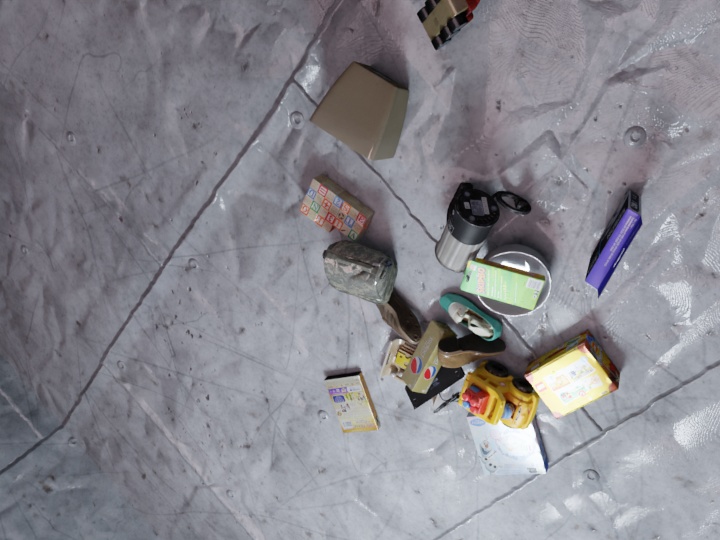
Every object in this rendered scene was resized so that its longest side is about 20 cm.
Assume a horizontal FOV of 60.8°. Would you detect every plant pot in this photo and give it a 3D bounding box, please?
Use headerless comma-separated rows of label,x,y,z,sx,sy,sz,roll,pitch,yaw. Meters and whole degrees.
plant pot,0.018,-0.415,1.572,0.197,0.199,0.180,33,110,11

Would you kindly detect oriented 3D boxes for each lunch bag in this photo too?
lunch bag,0.000,0.000,1.740,0.195,0.168,0.143,18,83,21

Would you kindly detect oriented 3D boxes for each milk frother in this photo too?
milk frother,0.310,-0.109,1.564,0.194,0.184,0.190,18,144,0

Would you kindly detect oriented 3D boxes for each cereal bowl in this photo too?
cereal bowl,0.395,0.014,1.595,0.193,0.084,0.205,7,126,10

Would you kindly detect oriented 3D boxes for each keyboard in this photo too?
keyboard,0.228,0.349,1.804,0.199,0.020,0.129,-39,65,26

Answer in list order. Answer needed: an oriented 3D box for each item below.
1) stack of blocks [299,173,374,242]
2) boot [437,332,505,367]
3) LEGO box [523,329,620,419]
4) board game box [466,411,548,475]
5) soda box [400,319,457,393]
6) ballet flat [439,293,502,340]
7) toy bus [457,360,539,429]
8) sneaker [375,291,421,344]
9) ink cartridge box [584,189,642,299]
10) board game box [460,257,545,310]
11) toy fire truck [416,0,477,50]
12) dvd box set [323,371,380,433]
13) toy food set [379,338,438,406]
stack of blocks,-0.069,-0.172,1.788,0.198,0.058,0.117,36,123,10
boot,0.310,0.228,1.728,0.193,0.075,0.077,-4,129,-4
LEGO box,0.563,0.280,1.637,0.199,0.077,0.150,-38,91,34
board game box,0.435,0.506,1.820,0.195,0.043,0.204,-12,105,31
soda box,0.198,0.249,1.774,0.068,0.063,0.204,43,111,50
ballet flat,0.303,0.130,1.714,0.197,0.070,0.069,30,120,13
toy bus,0.365,0.357,1.687,0.197,0.189,0.140,29,112,33
sneaker,0.107,0.139,1.819,0.202,0.069,0.076,56,146,16
ink cartridge box,0.581,-0.063,1.409,0.042,0.200,0.202,25,121,11
board game box,0.356,0.032,1.550,0.194,0.030,0.098,14,126,2
toy fire truck,0.238,-0.629,1.400,0.197,0.176,0.131,-33,97,-9
dvd box set,-0.027,0.440,2.041,0.143,0.029,0.205,-13,103,31
toy food set,0.161,0.312,1.871,0.196,0.060,0.147,25,121,16
